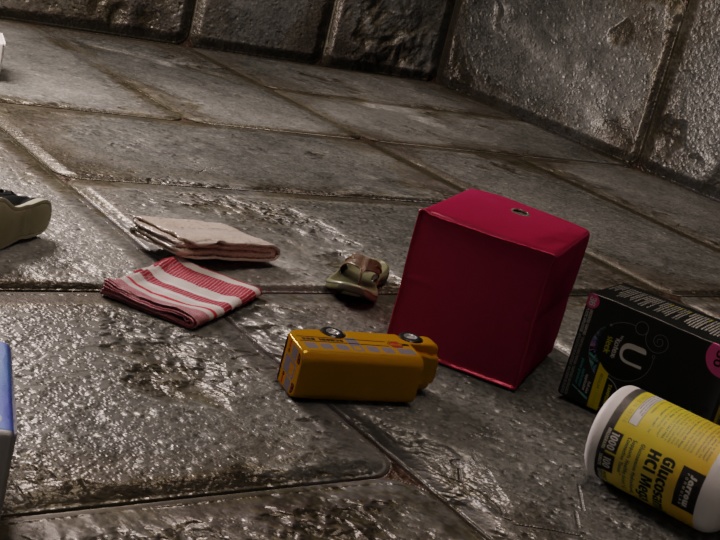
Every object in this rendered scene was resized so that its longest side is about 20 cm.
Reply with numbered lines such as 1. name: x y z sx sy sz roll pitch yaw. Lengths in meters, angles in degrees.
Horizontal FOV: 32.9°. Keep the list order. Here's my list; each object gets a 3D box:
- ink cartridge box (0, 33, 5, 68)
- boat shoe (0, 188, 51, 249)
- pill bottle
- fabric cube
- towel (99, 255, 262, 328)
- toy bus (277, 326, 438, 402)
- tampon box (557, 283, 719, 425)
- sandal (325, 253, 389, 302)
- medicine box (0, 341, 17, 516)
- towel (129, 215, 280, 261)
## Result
1. ink cartridge box: -0.876 -0.480 2.627 0.200 0.083 0.147 7 18 -22
2. boat shoe: -0.494 -0.075 1.640 0.066 0.075 0.199 16 16 15
3. pill bottle: 0.356 0.214 1.331 0.200 0.113 0.112 25 20 34
4. fabric cube: 0.176 0.018 1.670 0.196 0.200 0.199 21 18 19
5. towel: -0.233 0.025 1.622 0.144 0.023 0.200 20 17 16
6. toy bus: 0.003 0.113 1.450 0.200 0.065 0.078 6 19 -27
7. tampon box: 0.388 0.123 1.587 0.200 0.150 0.126 23 18 29
8. sandal: -0.001 0.000 1.832 0.080 0.057 0.201 16 17 6
9. medicine box: -0.395 0.128 1.007 0.200 0.103 0.182 9 17 -20
10. towel: -0.230 -0.048 1.807 0.132 0.035 0.200 24 14 38
